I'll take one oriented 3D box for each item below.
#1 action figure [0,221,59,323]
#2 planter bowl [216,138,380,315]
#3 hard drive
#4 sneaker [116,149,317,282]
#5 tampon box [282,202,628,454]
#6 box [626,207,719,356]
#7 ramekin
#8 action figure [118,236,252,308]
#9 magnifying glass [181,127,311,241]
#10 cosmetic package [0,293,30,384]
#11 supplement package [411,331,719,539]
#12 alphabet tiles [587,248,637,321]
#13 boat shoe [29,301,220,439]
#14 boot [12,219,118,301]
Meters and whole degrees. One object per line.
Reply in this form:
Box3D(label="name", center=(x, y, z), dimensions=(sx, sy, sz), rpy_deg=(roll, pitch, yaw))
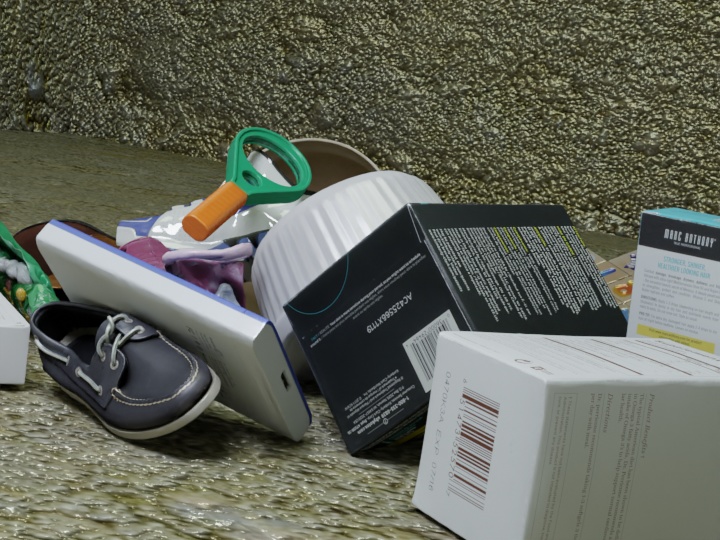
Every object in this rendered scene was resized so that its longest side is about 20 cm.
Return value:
Box3D(label="action figure", center=(-0.310, 0.010, 1.228), dimensions=(0.055, 0.119, 0.200), rpy_deg=(-31, 29, -21))
Box3D(label="planter bowl", center=(-0.043, -0.011, 1.360), dimensions=(0.199, 0.201, 0.135), rpy_deg=(11, -18, 22))
Box3D(label="hard drive", center=(-0.133, 0.043, 0.985), dimensions=(0.199, 0.025, 0.132), rpy_deg=(23, -28, 28))
Box3D(label="sneaker", center=(-0.121, -0.050, 1.286), dimensions=(0.198, 0.116, 0.081), rpy_deg=(0, -27, 7))
Box3D(label="tampon box", center=(0.076, 0.040, 1.029), dimensions=(0.199, 0.127, 0.150), rpy_deg=(-2, -30, -49))
Box3D(label="box", center=(0.237, 0.060, 0.988), dimensions=(0.082, 0.201, 0.049), rpy_deg=(15, 15, 41))
Box3D(label="ramekin", center=(0.000, 0.000, 1.158), dimensions=(0.202, 0.202, 0.095), rpy_deg=(-1, 56, -48))
Box3D(label="action figure", center=(-0.181, 0.012, 1.160), dimensions=(0.133, 0.150, 0.200), rpy_deg=(-2, 25, -24))
Box3D(label="magnifying glass", center=(-0.101, -0.073, 1.189), dimensions=(0.080, 0.022, 0.200), rpy_deg=(40, 30, 0))
Box3D(label="cosmetic package", center=(-0.323, 0.043, 1.087), dimensions=(0.082, 0.051, 0.200), rpy_deg=(2, 10, -25))
Box3D(label="supplement package", center=(0.151, 0.109, 0.866), dimensions=(0.199, 0.118, 0.117), rpy_deg=(4, 9, -31))
Box3D(label="alphabet tiles", center=(0.195, 0.021, 1.189), dimensions=(0.166, 0.008, 0.200), rpy_deg=(-19, 32, -22))
Box3D(label="boat shoe", center=(-0.173, 0.063, 0.956), dimensions=(0.073, 0.063, 0.199), rpy_deg=(-46, 33, -24))
Box3D(label="boot", center=(-0.301, 0.009, 1.410), dimensions=(0.187, 0.069, 0.200), rpy_deg=(16, 16, 3))
